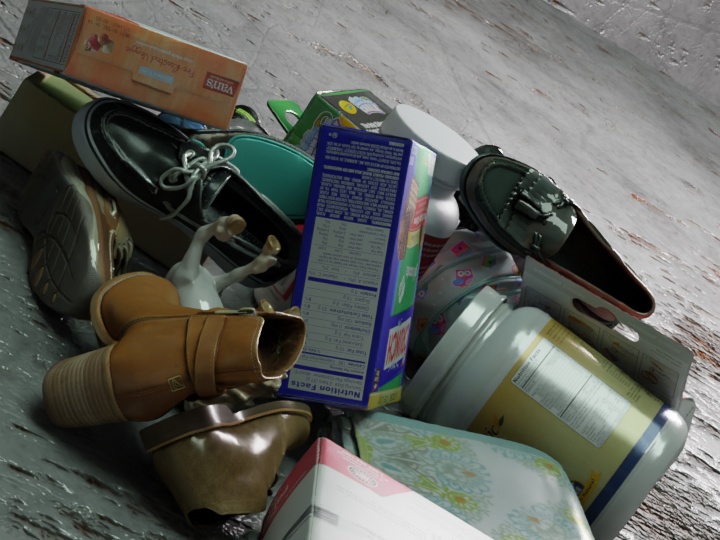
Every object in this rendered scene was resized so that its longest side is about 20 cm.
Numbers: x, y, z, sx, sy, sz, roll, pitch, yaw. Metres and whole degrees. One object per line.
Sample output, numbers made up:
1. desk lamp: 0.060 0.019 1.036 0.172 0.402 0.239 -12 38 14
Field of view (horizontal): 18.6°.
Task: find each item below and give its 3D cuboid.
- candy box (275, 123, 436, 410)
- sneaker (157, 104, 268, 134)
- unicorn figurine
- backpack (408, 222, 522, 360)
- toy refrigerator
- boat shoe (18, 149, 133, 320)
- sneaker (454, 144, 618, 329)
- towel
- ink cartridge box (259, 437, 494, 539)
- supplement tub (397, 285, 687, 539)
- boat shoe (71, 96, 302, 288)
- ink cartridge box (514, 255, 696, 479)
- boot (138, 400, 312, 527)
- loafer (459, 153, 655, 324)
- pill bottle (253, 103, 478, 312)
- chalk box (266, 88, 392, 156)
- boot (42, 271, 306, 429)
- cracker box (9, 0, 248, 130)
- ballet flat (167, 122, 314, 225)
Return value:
1. candy box: 0.000 0.000 1.640 0.077 0.201 0.169 10 1 8
2. sneaker: -0.126 -0.111 1.872 0.071 0.083 0.200 26 -4 18
3. unicorn figurine: -0.111 0.029 1.582 0.074 0.137 0.200 37 30 -27
4. backpack: 0.115 0.022 1.933 0.200 0.167 0.127 0 44 -51
5. toy refrigerator: -0.193 -0.083 1.772 0.200 0.070 0.076 36 17 -1
6. boat shoe: -0.199 -0.023 1.608 0.072 0.076 0.200 28 21 -27
7. sneaker: 0.155 -0.035 1.858 0.200 0.066 0.091 43 42 -6
8. towel: 0.072 0.173 1.570 0.199 0.048 0.171 13 25 -14
9. ink cartridge box: 0.009 0.208 1.374 0.146 0.083 0.200 32 18 -9
10. supplement tub: 0.143 0.120 1.740 0.200 0.145 0.144 37 18 7
11. boat shoe: -0.123 -0.062 1.624 0.199 0.068 0.074 44 61 -12
12. ink cartridge box: 0.201 0.072 1.800 0.160 0.200 0.050 30 56 18
13. boot: -0.082 0.130 1.476 0.200 0.073 0.076 -3 70 -68
14. loafer: 0.164 -0.026 1.758 0.200 0.072 0.063 40 -14 -28
15. pill bottle: 0.009 -0.031 1.790 0.112 0.200 0.112 31 18 -12
16. chalk box: -0.009 -0.086 2.027 0.200 0.124 0.125 39 19 16
17. boot: -0.108 0.046 1.460 0.200 0.154 0.074 -64 138 -63
18. cracker box: -0.181 -0.161 1.685 0.133 0.058 0.200 18 2 -22
19. ballet flat: -0.118 -0.078 1.706 0.199 0.073 0.073 11 25 -17
